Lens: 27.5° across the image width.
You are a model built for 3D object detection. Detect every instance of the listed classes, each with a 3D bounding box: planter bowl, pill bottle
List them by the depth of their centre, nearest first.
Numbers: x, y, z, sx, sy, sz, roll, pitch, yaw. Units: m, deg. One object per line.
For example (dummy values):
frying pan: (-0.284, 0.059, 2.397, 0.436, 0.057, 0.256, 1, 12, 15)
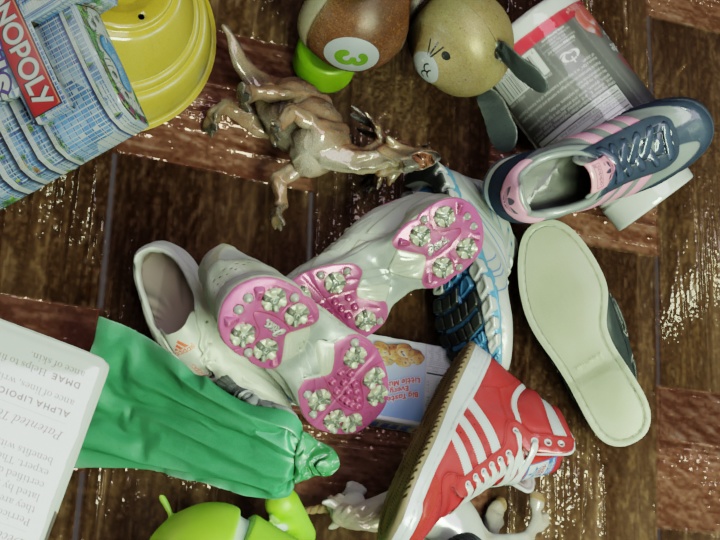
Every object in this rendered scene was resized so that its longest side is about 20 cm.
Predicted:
planter bowl: (-0.203, -0.217, 1.184, 0.200, 0.083, 0.201, 7, 70, -19)
pill bottle: (0.200, -0.138, 1.299, 0.111, 0.111, 0.200, -35, 87, -28)

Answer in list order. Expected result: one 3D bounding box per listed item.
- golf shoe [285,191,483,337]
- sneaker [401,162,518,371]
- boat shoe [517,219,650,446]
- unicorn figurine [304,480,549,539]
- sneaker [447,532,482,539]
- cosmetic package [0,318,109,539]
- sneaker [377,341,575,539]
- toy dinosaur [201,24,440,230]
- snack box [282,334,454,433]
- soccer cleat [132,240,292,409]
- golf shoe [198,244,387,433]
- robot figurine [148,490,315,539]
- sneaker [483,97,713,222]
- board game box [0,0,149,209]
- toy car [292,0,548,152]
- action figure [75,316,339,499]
golf shoe: (0.000, 0.000, 1.171, 0.200, 0.092, 0.075, -27, 115, -7)
sneaker: (0.103, -0.003, 1.229, 0.087, 0.075, 0.200, 6, 60, -36)
boat shoe: (0.189, 0.053, 1.253, 0.074, 0.066, 0.200, -28, 83, 5)
unicorn figurine: (0.062, 0.187, 1.144, 0.200, 0.074, 0.137, 36, 47, 8)
sneaker: (0.058, 0.292, 1.090, 0.082, 0.070, 0.200, 27, 93, -20)
cosmetic package: (-0.288, 0.140, 0.976, 0.165, 0.165, 0.200, 22, 66, -13)
sneaker: (0.091, 0.151, 1.098, 0.112, 0.071, 0.200, 34, 47, -4)
toy dinosaur: (-0.041, -0.121, 1.220, 0.135, 0.086, 0.200, -23, 65, -37)
snack box: (0.016, 0.090, 1.193, 0.200, 0.024, 0.072, 11, 68, -18)
soccer cleat: (-0.116, 0.067, 1.112, 0.069, 0.078, 0.200, -33, 80, 5)
golf shoe: (-0.048, 0.048, 1.087, 0.075, 0.092, 0.200, -42, 134, -2)
robot figurine: (-0.075, 0.242, 1.048, 0.200, 0.116, 0.176, 31, 65, -5)
sneaker: (0.202, -0.084, 1.195, 0.200, 0.082, 0.070, -23, 101, -3)
board game box: (-0.249, -0.176, 1.101, 0.200, 0.062, 0.200, -28, 81, 14)
toy car: (0.063, -0.185, 1.212, 0.200, 0.164, 0.158, 44, 62, 11)
action figure: (-0.107, 0.114, 1.061, 0.200, 0.118, 0.055, 16, 17, 19)
